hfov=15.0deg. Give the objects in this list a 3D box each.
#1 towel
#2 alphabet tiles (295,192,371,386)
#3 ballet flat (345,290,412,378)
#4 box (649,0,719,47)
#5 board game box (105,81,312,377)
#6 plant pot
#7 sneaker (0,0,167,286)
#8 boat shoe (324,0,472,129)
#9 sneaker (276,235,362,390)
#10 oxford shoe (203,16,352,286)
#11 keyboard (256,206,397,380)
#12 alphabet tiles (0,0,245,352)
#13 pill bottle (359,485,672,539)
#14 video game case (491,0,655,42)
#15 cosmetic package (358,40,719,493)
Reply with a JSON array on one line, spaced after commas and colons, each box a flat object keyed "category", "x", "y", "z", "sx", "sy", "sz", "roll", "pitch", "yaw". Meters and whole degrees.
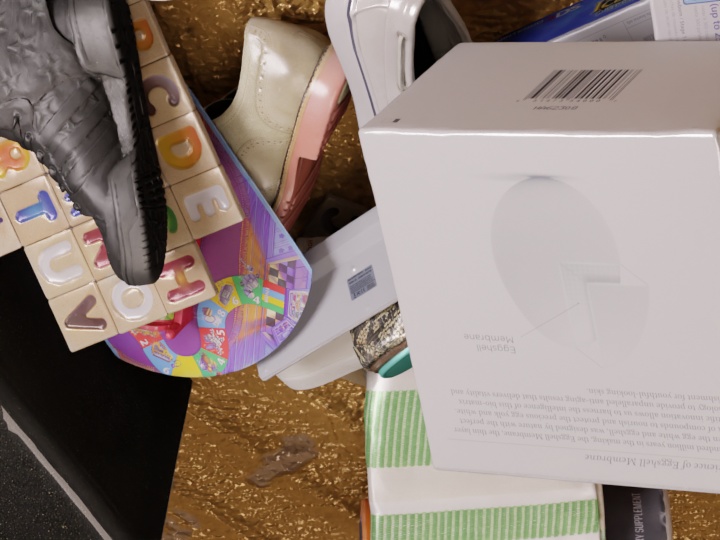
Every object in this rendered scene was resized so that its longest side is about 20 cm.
[{"category": "towel", "x": 0.080, "y": 0.141, "z": 1.715, "sx": 0.152, "sy": 0.023, "sz": 0.201, "roll": -4, "pitch": 96, "yaw": 1}, {"category": "alphabet tiles", "x": 0.045, "y": 0.020, "z": 1.696, "sx": 0.199, "sy": 0.006, "sz": 0.167, "roll": 20, "pitch": 130, "yaw": -20}, {"category": "ballet flat", "x": 0.072, "y": -0.010, "z": 1.552, "sx": 0.200, "sy": 0.076, "sz": 0.068, "roll": -28, "pitch": 168, "yaw": 23}, {"category": "box", "x": 0.218, "y": -0.102, "z": 1.450, "sx": 0.112, "sy": 0.101, "sz": 0.201, "roll": -7, "pitch": 118, "yaw": 12}, {"category": "board game box", "x": -0.128, "y": -0.016, "z": 1.574, "sx": 0.158, "sy": 0.039, "sz": 0.200, "roll": -26, "pitch": 104, "yaw": 34}, {"category": "plant pot", "x": -0.239, "y": 0.090, "z": 1.637, "sx": 0.199, "sy": 0.200, "sz": 0.178, "roll": -23, "pitch": 119, "yaw": 18}, {"category": "sneaker", "x": -0.170, "y": -0.086, "z": 1.488, "sx": 0.104, "sy": 0.060, "sz": 0.201, "roll": -8, "pitch": 96, "yaw": 10}, {"category": "boat shoe", "x": 0.042, "y": -0.097, "z": 1.521, "sx": 0.066, "sy": 0.072, "sz": 0.200, "roll": 23, "pitch": 150, "yaw": 33}, {"category": "sneaker", "x": 0.012, "y": 0.006, "z": 1.626, "sx": 0.200, "sy": 0.073, "sz": 0.085, "roll": -27, "pitch": 131, "yaw": 23}, {"category": "oxford shoe", "x": -0.061, "y": -0.066, "z": 1.583, "sx": 0.074, "sy": 0.071, "sz": 0.200, "roll": 26, "pitch": 127, "yaw": 2}, {"category": "keyboard", "x": 0.000, "y": 0.000, "z": 1.565, "sx": 0.011, "sy": 0.056, "sz": 0.200, "roll": -1, "pitch": 157, "yaw": -45}, {"category": "alphabet tiles", "x": -0.162, "y": -0.060, "z": 1.532, "sx": 0.167, "sy": 0.008, "sz": 0.201, "roll": -21, "pitch": 98, "yaw": 22}, {"category": "pill bottle", "x": 0.099, "y": 0.180, "z": 1.781, "sx": 0.199, "sy": 0.106, "sz": 0.107, "roll": -2, "pitch": 133, "yaw": 0}, {"category": "video game case", "x": 0.198, "y": -0.086, "z": 1.547, "sx": 0.199, "sy": 0.045, "sz": 0.182, "roll": -22, "pitch": 113, "yaw": 19}, {"category": "cosmetic package", "x": 0.129, "y": -0.004, "z": 1.396, "sx": 0.199, "sy": 0.123, "sz": 0.201, "roll": 3, "pitch": 117, "yaw": 31}]
